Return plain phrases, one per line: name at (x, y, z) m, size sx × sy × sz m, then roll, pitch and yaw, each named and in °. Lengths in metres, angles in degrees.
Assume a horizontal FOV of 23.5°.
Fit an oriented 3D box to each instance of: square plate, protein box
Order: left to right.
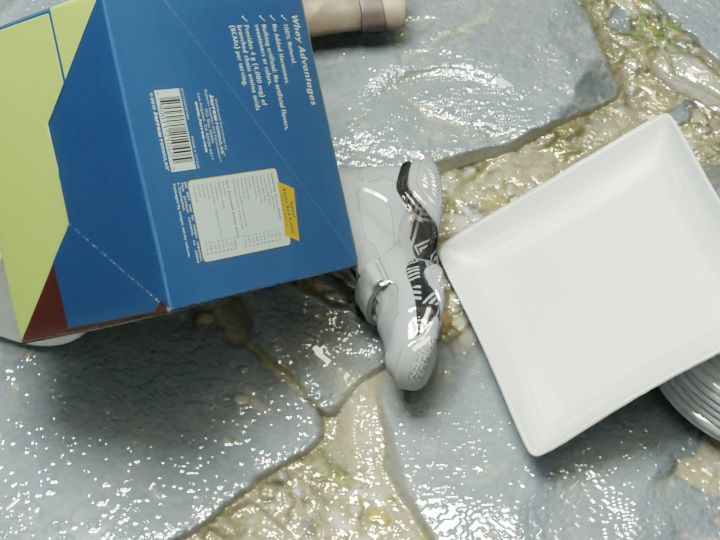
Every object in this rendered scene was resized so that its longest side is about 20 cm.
protein box at (-0.128, -0.073, 1.134) m, size 0.200 × 0.135 × 0.199 m, roll -14°, pitch 92°, yaw -55°
square plate at (0.172, 0.010, 1.211) m, size 0.198 × 0.028 × 0.200 m, roll -30°, pitch 51°, yaw 10°

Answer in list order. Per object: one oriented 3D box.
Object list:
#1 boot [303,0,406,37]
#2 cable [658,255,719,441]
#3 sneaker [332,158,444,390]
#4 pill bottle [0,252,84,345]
boot at (-0.037, -0.210, 1.376) m, size 0.146 × 0.070 × 0.200 m, roll 7°, pitch 54°, yaw 0°
cable at (0.301, 0.043, 1.224) m, size 0.200 × 0.069 × 0.200 m, roll -9°, pitch 56°, yaw -10°
sneaker at (0.000, 0.000, 1.231) m, size 0.115 × 0.075 × 0.200 m, roll 3°, pitch 50°, yaw -1°
pill bottle at (-0.211, -0.057, 1.228) m, size 0.113 × 0.113 × 0.200 m, roll 14°, pitch 55°, yaw 5°
